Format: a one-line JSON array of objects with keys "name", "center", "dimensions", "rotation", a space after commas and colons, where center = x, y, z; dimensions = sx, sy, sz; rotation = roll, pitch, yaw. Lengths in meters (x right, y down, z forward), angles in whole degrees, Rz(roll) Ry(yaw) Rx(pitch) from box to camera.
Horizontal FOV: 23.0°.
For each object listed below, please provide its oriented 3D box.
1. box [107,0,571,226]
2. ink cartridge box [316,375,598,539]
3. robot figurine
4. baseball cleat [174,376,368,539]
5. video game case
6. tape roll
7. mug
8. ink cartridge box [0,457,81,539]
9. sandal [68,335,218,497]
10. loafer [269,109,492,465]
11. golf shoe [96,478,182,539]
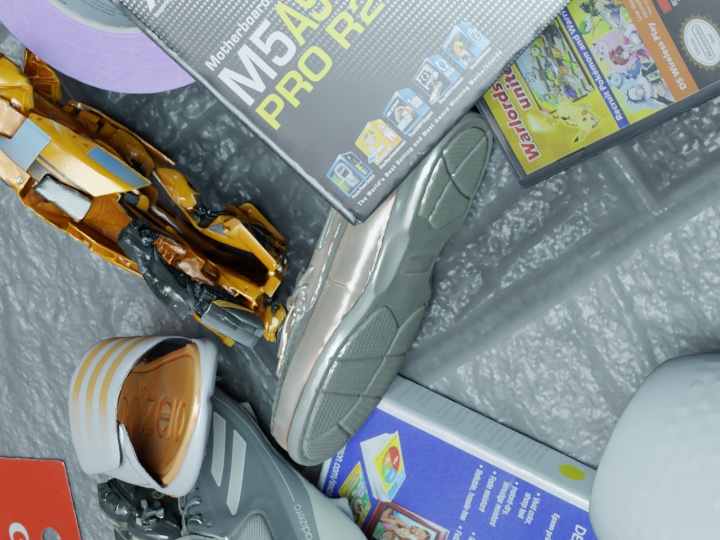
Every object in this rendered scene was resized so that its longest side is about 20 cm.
[{"name": "box", "center": [0.007, -0.144, 0.800], "dimensions": [0.160, 0.044, 0.200], "rotation": [42, 113, -5]}, {"name": "ink cartridge box", "center": [0.060, 0.177, 0.966], "dimensions": [0.199, 0.047, 0.199], "rotation": [25, 118, 15]}, {"name": "robot figurine", "center": [-0.114, -0.034, 0.908], "dimensions": [0.199, 0.145, 0.058], "rotation": [36, 99, -5]}, {"name": "baseball cleat", "center": [-0.079, 0.124, 0.944], "dimensions": [0.200, 0.106, 0.070], "rotation": [32, 135, 39]}, {"name": "video game case", "center": [0.103, -0.162, 0.817], "dimensions": [0.180, 0.025, 0.201], "rotation": [-25, 98, 32]}, {"name": "tape roll", "center": [-0.111, -0.194, 0.892], "dimensions": [0.199, 0.066, 0.202], "rotation": [10, 114, 23]}, {"name": "mug", "center": [0.212, 0.093, 0.807], "dimensions": [0.175, 0.148, 0.201], "rotation": [25, 89, 24]}, {"name": "ink cartridge box", "center": [-0.268, 0.198, 1.141], "dimensions": [0.199, 0.057, 0.164], "rotation": [1, 110, 32]}, {"name": "sandal", "center": [-0.128, 0.074, 0.928], "dimensions": [0.206, 0.059, 0.080], "rotation": [167, 113, -67]}, {"name": "loafer", "center": [0.000, 0.000, 0.903], "dimensions": [0.063, 0.072, 0.201], "rotation": [33, 104, 31]}, {"name": "golf shoe", "center": [-0.075, 0.186, 0.999], "dimensions": [0.200, 0.077, 0.095], "rotation": [41, 144, 46]}]
